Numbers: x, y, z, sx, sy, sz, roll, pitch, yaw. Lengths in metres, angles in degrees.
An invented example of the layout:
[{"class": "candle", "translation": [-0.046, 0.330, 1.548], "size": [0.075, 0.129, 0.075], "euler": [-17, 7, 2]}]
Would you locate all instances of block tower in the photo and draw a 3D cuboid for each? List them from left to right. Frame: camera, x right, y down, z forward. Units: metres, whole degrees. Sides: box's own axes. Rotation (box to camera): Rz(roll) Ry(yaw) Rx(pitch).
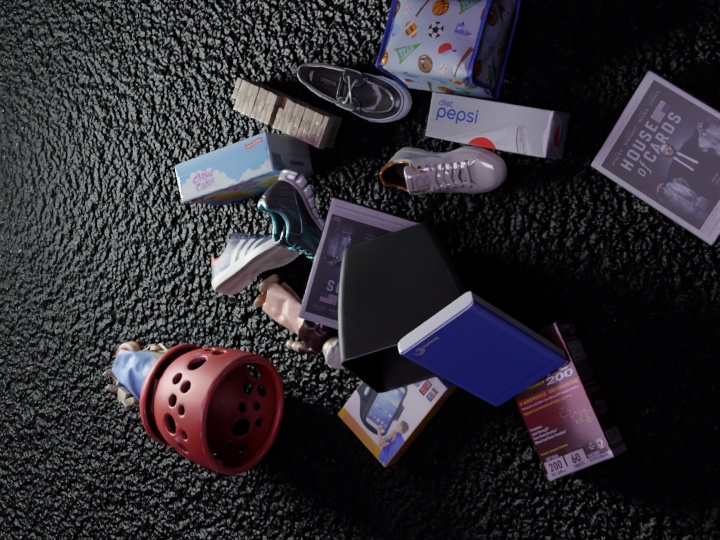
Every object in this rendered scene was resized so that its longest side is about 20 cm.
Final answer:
[{"class": "block tower", "translation": [-0.121, -0.257, 1.745], "size": [0.199, 0.058, 0.054], "euler": [28, 107, 30]}]

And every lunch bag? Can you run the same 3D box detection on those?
[{"class": "lunch bag", "translation": [0.133, -0.367, 1.542], "size": [0.169, 0.124, 0.201], "euler": [15, 87, 31]}]

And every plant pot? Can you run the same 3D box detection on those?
[{"class": "plant pot", "translation": [-0.256, 0.221, 1.772], "size": [0.182, 0.200, 0.202], "euler": [11, 98, 34]}, {"class": "plant pot", "translation": [0.073, 0.047, 1.541], "size": [0.199, 0.200, 0.178], "euler": [-18, 67, 12]}]

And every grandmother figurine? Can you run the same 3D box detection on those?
[{"class": "grandmother figurine", "translation": [-0.086, 0.088, 1.742], "size": [0.200, 0.060, 0.122], "euler": [40, 140, 21]}]

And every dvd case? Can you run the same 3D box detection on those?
[{"class": "dvd case", "translation": [0.000, 0.000, 1.658], "size": [0.149, 0.025, 0.201], "euler": [16, 102, 0]}, {"class": "dvd case", "translation": [0.426, -0.150, 1.409], "size": [0.200, 0.025, 0.151], "euler": [38, 111, 24]}]

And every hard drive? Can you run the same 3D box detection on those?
[{"class": "hard drive", "translation": [0.166, 0.110, 1.433], "size": [0.132, 0.200, 0.025], "euler": [-38, 40, 28]}]

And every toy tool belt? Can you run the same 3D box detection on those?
[{"class": "toy tool belt", "translation": [-0.393, 0.189, 1.901], "size": [0.199, 0.123, 0.125], "euler": [29, 107, 28]}]

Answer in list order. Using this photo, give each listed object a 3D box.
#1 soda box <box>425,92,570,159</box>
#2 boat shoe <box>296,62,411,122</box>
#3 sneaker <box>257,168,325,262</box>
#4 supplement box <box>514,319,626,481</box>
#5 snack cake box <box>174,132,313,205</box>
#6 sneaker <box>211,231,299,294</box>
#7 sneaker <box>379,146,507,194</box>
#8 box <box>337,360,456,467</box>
[{"class": "soda box", "translation": [0.197, -0.210, 1.538], "size": [0.199, 0.063, 0.069], "euler": [16, 101, 31]}, {"class": "boat shoe", "translation": [-0.016, -0.279, 1.667], "size": [0.199, 0.071, 0.073], "euler": [19, 103, 30]}, {"class": "sneaker", "translation": [-0.098, -0.057, 1.683], "size": [0.077, 0.091, 0.201], "euler": [0, 125, 55]}, {"class": "supplement box", "translation": [0.283, 0.182, 1.505], "size": [0.109, 0.061, 0.201], "euler": [-29, 76, 30]}, {"class": "snack cake box", "translation": [-0.193, -0.166, 1.760], "size": [0.199, 0.115, 0.068], "euler": [-15, 84, 33]}, {"class": "sneaker", "translation": [-0.176, -0.040, 1.785], "size": [0.199, 0.075, 0.085], "euler": [-28, 59, 22]}, {"class": "sneaker", "translation": [0.118, -0.136, 1.572], "size": [0.199, 0.085, 0.073], "euler": [5, 122, 37]}, {"class": "box", "translation": [0.062, 0.195, 1.660], "size": [0.119, 0.041, 0.200], "euler": [45, 116, 23]}]
